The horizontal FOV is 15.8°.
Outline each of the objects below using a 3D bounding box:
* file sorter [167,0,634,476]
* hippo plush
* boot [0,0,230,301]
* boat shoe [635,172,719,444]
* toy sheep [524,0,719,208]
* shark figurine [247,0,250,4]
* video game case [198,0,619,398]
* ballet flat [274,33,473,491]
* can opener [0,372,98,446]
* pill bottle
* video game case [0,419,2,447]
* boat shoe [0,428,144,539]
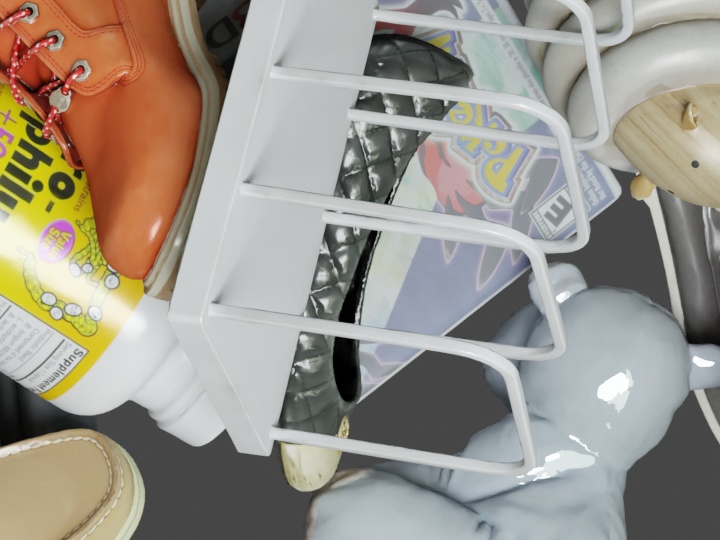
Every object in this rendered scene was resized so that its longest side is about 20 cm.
[{"bbox_3d":[0.022,-0.038,0.966,0.124,0.139,0.201,9,69,13],"label":"file sorter"},{"bbox_3d":[0.069,0.076,1.150,0.158,0.200,0.162,21,82,-8],"label":"hippo plush"},{"bbox_3d":[-0.108,-0.073,0.989,0.107,0.201,0.075,11,133,-25],"label":"boot"},{"bbox_3d":[0.170,-0.004,1.204,0.057,0.067,0.201,-12,114,16],"label":"boat shoe"},{"bbox_3d":[0.133,-0.115,1.105,0.137,0.201,0.138,-9,149,-6],"label":"toy sheep"},{"bbox_3d":[0.019,-0.169,1.043,0.213,0.090,0.129,-2,89,-3],"label":"shark figurine"},{"bbox_3d":[-0.003,-0.055,1.138,0.182,0.023,0.200,-38,118,-5],"label":"video game case"},{"bbox_3d":[0.000,0.000,1.096,0.056,0.066,0.202,13,102,4],"label":"ballet flat"},{"bbox_3d":[-0.107,0.118,1.081,0.066,0.201,0.053,5,147,-28],"label":"can opener"},{"bbox_3d":[-0.130,-0.011,1.046,0.199,0.104,0.105,33,95,-17],"label":"pill bottle"},{"bbox_3d":[-0.235,0.112,1.114,0.182,0.023,0.200,-45,120,-2],"label":"video game case"},{"bbox_3d":[-0.178,0.116,1.012,0.199,0.074,0.067,-29,151,-10],"label":"boat shoe"}]
